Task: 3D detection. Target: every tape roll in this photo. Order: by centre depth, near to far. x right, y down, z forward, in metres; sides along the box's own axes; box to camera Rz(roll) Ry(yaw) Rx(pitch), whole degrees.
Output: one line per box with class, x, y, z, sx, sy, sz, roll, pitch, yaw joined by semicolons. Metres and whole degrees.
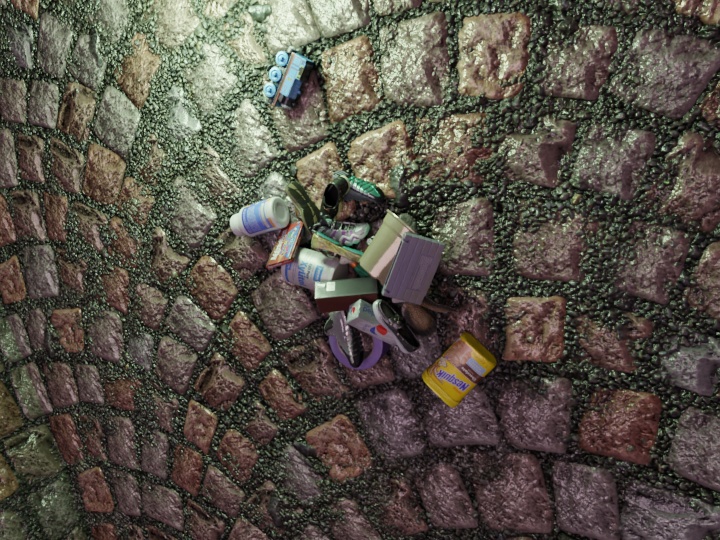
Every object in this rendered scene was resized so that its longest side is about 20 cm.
tape roll;-0.001;0.229;1.746;0.199;0.085;0.201;5;102;25

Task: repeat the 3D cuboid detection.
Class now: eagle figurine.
eagle figurine;0.194;0.105;1.604;0.151;0.152;0.200;-38;85;-8

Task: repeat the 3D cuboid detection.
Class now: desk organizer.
desk organizer;-0.043;0.079;1.641;0.199;0.072;0.077;-5;138;2

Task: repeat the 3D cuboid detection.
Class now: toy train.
toy train;-0.239;-0.628;1.692;0.114;0.087;0.201;32;111;10

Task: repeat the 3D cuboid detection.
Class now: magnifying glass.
magnifying glass;0.000;0.000;1.697;0.200;0.080;0.022;45;70;1

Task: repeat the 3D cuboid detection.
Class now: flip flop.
flip flop;-0.199;-0.210;1.763;0.201;0.081;0.058;57;140;3

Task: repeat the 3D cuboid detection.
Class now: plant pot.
plant pot;0.098;-0.051;1.554;0.200;0.200;0.184;42;95;12

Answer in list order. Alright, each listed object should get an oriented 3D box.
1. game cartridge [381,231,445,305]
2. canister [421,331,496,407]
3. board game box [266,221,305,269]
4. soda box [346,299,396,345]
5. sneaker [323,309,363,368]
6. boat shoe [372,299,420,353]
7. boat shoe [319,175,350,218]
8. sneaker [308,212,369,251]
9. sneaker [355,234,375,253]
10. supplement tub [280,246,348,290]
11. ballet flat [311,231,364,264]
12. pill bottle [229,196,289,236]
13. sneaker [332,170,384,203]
game cartridge;0.152;-0.003;1.473;0.129;0.038;0.201;13;113;-16
canister;0.312;0.311;1.616;0.148;0.086;0.200;43;113;11
board game box;-0.251;-0.091;1.750;0.102;0.201;0.019;-17;129;27
soda box;0.055;0.168;1.628;0.199;0.069;0.063;30;141;-26
sneaker;-0.062;0.226;1.693;0.115;0.075;0.201;-14;84;31
boat shoe;0.116;0.169;1.594;0.057;0.069;0.200;-29;100;47
boat shoe;-0.099;-0.229;1.681;0.074;0.063;0.202;47;142;9
sneaker;-0.080;-0.143;1.680;0.199;0.078;0.140;-19;130;25
sneaker;0.075;-0.053;1.663;0.199;0.076;0.116;29;107;18
supplement tub;-0.157;0.000;1.747;0.199;0.132;0.133;16;106;22
ballet flat;-0.069;-0.058;1.654;0.199;0.071;0.071;25;110;6
pill bottle;-0.361;-0.184;1.816;0.199;0.112;0.113;-12;95;26
sneaker;-0.009;-0.251;1.675;0.200;0.074;0.088;33;128;24
